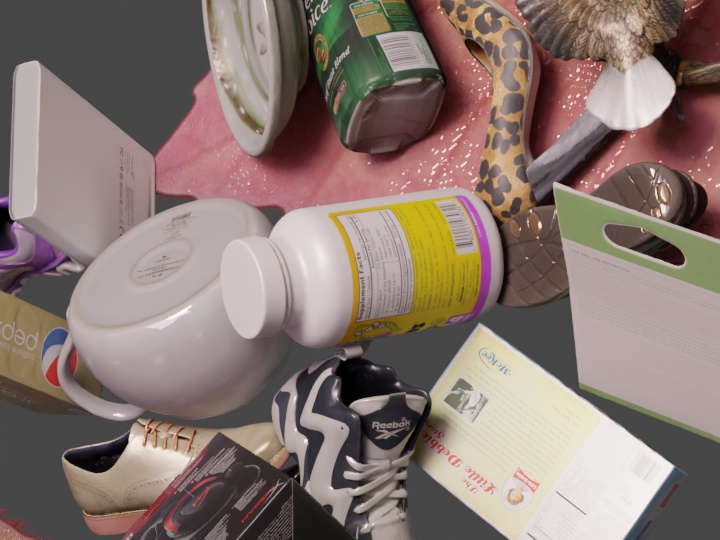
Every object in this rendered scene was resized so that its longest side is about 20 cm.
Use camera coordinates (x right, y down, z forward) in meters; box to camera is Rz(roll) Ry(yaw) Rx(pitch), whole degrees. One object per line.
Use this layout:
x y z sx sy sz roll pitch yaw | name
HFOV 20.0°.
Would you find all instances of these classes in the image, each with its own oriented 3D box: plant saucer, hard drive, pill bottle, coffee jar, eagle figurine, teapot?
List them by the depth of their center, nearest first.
0.191 -0.212 1.510 0.151 0.201 0.151 -34 26 -15 | eagle figurine
0.000 0.000 1.515 0.104 0.199 0.105 26 120 57 | pill bottle
-0.128 0.050 1.613 0.197 0.147 0.200 -39 32 -18 | teapot
-0.003 -0.202 1.650 0.085 0.104 0.201 -10 60 -19 | coffee jar
-0.224 -0.070 1.666 0.027 0.200 0.133 -10 68 19 | hard drive
-0.081 -0.196 1.672 0.050 0.200 0.201 -10 61 -18 | plant saucer

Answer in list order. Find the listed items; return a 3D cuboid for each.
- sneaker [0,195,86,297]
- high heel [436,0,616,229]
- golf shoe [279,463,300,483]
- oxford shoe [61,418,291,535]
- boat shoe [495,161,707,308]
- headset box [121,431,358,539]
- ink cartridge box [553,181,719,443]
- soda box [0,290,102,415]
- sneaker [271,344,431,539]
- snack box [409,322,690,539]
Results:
-0.313 -0.021 1.747 0.200 0.088 0.081 -23 65 40 | sneaker
0.087 -0.127 1.593 0.143 0.071 0.200 -44 67 1 | high heel
-0.037 0.234 1.534 0.092 0.073 0.200 -37 59 10 | golf shoe
-0.145 0.149 1.586 0.199 0.074 0.071 -20 25 21 | oxford shoe
0.175 -0.019 1.512 0.199 0.073 0.075 -23 70 43 | boat shoe
-0.104 0.205 1.454 0.149 0.075 0.200 -49 19 -10 | headset box
0.211 0.024 1.404 0.145 0.201 0.048 21 50 33 | ink cartridge box
-0.289 0.062 1.655 0.064 0.200 0.068 -1 72 29 | soda box
0.011 0.145 1.495 0.130 0.079 0.200 -50 52 52 | sneaker
0.129 0.140 1.498 0.200 0.037 0.116 37 92 33 | snack box
